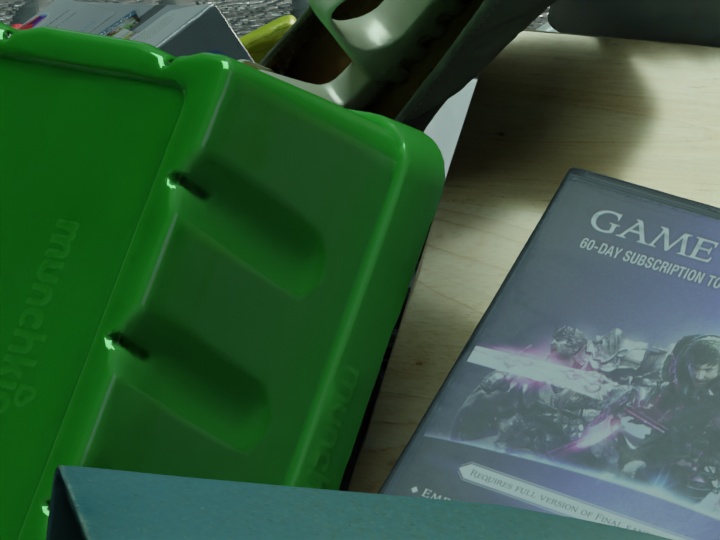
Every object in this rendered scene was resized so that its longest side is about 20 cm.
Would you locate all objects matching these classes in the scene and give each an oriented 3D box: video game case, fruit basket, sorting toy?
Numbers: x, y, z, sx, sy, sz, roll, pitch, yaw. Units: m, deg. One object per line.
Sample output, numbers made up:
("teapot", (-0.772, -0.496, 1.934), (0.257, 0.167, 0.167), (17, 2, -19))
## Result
("video game case", (0.075, 0.069, 0.708), (0.143, 0.019, 0.200), (18, 59, 26))
("fruit basket", (-0.066, 0.045, 0.770), (0.155, 0.216, 0.215), (11, 21, 29))
("sorting toy", (0.114, 0.038, 0.780), (0.199, 0.070, 0.199), (7, 59, 19))

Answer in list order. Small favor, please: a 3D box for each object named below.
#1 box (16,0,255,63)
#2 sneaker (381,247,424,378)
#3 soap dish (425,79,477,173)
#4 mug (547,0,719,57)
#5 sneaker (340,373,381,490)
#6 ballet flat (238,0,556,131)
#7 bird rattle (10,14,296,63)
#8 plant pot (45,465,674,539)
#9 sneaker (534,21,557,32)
("box", (-0.135, -0.041, 1.008), (0.156, 0.041, 0.200), (-39, 19, -14))
("sneaker", (0.000, 0.000, 0.955), (0.199, 0.083, 0.071), (28, 13, 31))
("soap dish", (0.068, -0.010, 1.036), (0.200, 0.082, 0.157), (13, 22, 34))
("mug", (0.180, -0.128, 0.863), (0.175, 0.200, 0.148), (27, -11, 6))
("sneaker", (-0.068, 0.022, 0.925), (0.199, 0.091, 0.076), (10, 21, 33))
("ballet flat", (-0.006, -0.061, 0.810), (0.064, 0.200, 0.067), (14, 35, -52))
("bird rattle", (-0.058, -0.050, 1.189), (0.163, 0.113, 0.200), (2, 2, -35))
("plant pot", (0.041, 0.132, 0.545), (0.199, 0.142, 0.141), (3, 17, -17))
("sneaker", (0.145, -0.068, 0.985), (0.200, 0.077, 0.082), (-26, 41, -25))
